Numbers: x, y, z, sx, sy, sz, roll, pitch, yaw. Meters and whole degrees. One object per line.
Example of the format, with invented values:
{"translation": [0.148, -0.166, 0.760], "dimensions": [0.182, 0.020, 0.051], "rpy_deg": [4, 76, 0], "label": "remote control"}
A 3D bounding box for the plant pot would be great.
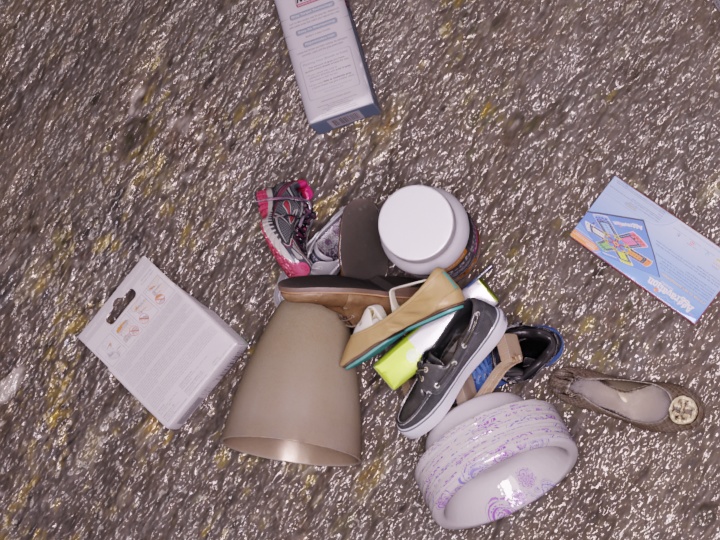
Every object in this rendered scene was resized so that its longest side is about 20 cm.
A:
{"translation": [-0.078, 0.145, 1.426], "dimensions": [0.187, 0.187, 0.200], "rpy_deg": [4, 70, 13], "label": "plant pot"}

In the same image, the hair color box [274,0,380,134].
{"translation": [-0.047, -0.308, 1.521], "dimensions": [0.099, 0.061, 0.200], "rpy_deg": [-17, 80, 10], "label": "hair color box"}

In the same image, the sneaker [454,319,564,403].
{"translation": [0.168, 0.121, 1.392], "dimensions": [0.200, 0.111, 0.077], "rpy_deg": [-18, 79, 10], "label": "sneaker"}

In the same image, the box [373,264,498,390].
{"translation": [0.110, 0.073, 1.405], "dimensions": [0.200, 0.122, 0.048], "rpy_deg": [-40, 86, 6], "label": "box"}

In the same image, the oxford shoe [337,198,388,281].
{"translation": [0.000, 0.000, 1.444], "dimensions": [0.071, 0.071, 0.201], "rpy_deg": [-9, 102, -16], "label": "oxford shoe"}

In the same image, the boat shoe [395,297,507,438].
{"translation": [0.100, 0.118, 1.319], "dimensions": [0.057, 0.069, 0.200], "rpy_deg": [32, 99, -28], "label": "boat shoe"}

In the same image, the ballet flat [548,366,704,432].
{"translation": [0.343, 0.165, 1.380], "dimensions": [0.200, 0.046, 0.068], "rpy_deg": [14, 87, 14], "label": "ballet flat"}

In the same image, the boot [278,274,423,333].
{"translation": [-0.012, 0.046, 1.377], "dimensions": [0.200, 0.074, 0.076], "rpy_deg": [5, 106, -21], "label": "boot"}

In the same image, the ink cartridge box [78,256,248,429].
{"translation": [-0.285, 0.103, 1.534], "dimensions": [0.200, 0.050, 0.161], "rpy_deg": [41, 93, 18], "label": "ink cartridge box"}

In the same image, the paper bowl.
{"translation": [0.163, 0.230, 1.338], "dimensions": [0.200, 0.201, 0.104], "rpy_deg": [-32, 55, 7], "label": "paper bowl"}

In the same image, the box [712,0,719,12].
{"translation": [0.536, -0.429, 1.347], "dimensions": [0.200, 0.171, 0.199], "rpy_deg": [-29, 78, 8], "label": "box"}

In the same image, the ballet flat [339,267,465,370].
{"translation": [0.043, 0.058, 1.333], "dimensions": [0.200, 0.069, 0.063], "rpy_deg": [-32, 82, 29], "label": "ballet flat"}

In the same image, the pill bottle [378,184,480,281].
{"translation": [0.089, -0.046, 1.385], "dimensions": [0.116, 0.200, 0.117], "rpy_deg": [-1, 83, 13], "label": "pill bottle"}

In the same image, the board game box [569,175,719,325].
{"translation": [0.388, -0.028, 1.408], "dimensions": [0.200, 0.019, 0.103], "rpy_deg": [38, 91, 14], "label": "board game box"}

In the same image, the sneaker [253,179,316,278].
{"translation": [-0.094, -0.063, 1.450], "dimensions": [0.075, 0.081, 0.200], "rpy_deg": [-23, 39, 4], "label": "sneaker"}

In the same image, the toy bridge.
{"translation": [0.132, 0.143, 1.361], "dimensions": [0.200, 0.027, 0.067], "rpy_deg": [-31, 64, 43], "label": "toy bridge"}

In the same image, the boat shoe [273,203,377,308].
{"translation": [-0.051, -0.019, 1.481], "dimensions": [0.200, 0.069, 0.072], "rpy_deg": [-42, 76, 5], "label": "boat shoe"}
